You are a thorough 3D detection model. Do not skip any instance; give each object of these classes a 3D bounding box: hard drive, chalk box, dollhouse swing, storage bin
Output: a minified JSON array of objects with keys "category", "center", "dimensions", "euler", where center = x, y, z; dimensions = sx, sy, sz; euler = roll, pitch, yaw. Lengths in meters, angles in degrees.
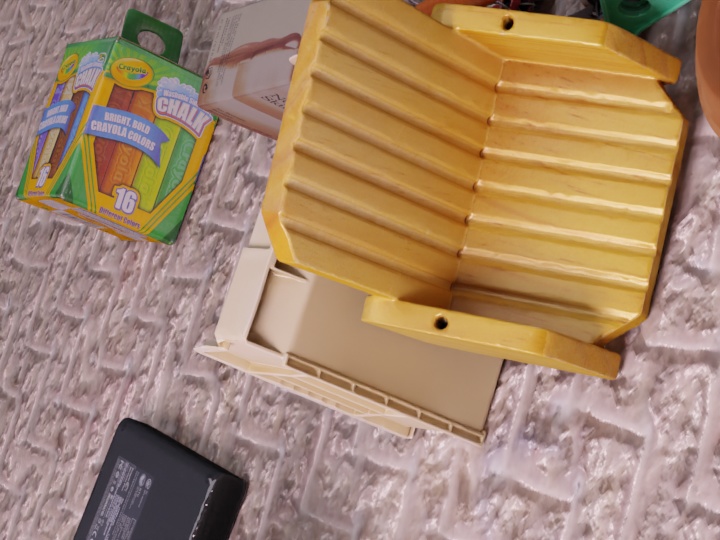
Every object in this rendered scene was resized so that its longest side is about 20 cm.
[{"category":"hard drive","center":[-0.169,0.207,1.529],"dimensions":[0.200,0.033,0.140],"euler":[17,85,60]},{"category":"chalk box","center":[-0.213,-0.139,1.748],"dimensions":[0.124,0.124,0.201],"euler":[6,76,59]},{"category":"dollhouse swing","center":[0.071,-0.062,1.104],"dimensions":[0.181,0.176,0.202],"euler":[10,82,26]},{"category":"storage bin","center":[0.011,-0.012,1.224],"dimensions":[0.093,0.198,0.201],"euler":[5,74,55]}]

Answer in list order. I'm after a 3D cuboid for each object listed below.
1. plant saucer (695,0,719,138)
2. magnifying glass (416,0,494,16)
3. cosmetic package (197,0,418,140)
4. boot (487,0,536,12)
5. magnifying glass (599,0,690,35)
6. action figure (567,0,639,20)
[{"category":"plant saucer","center":[0.259,-0.157,1.082],"dimensions":[0.200,0.037,0.201],"euler":[-36,42,41]},{"category":"magnifying glass","center":[0.101,-0.193,1.217],"dimensions":[0.200,0.079,0.023],"euler":[-22,84,54]},{"category":"cosmetic package","center":[-0.033,-0.162,1.496],"dimensions":[0.200,0.103,0.088],"euler":[-6,66,59]},{"category":"boot","center":[0.103,-0.165,1.305],"dimensions":[0.145,0.072,0.200],"euler":[-61,24,6]},{"category":"magnifying glass","center":[0.165,-0.160,1.163],"dimensions":[0.200,0.079,0.023],"euler":[114,161,-62]},{"category":"action figure","center":[0.167,-0.236,1.256],"dimensions":[0.130,0.069,0.202],"euler":[-14,62,41]}]
